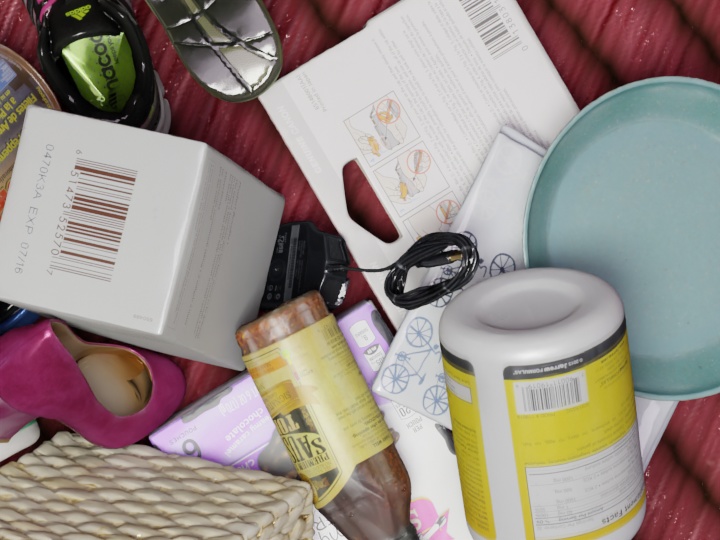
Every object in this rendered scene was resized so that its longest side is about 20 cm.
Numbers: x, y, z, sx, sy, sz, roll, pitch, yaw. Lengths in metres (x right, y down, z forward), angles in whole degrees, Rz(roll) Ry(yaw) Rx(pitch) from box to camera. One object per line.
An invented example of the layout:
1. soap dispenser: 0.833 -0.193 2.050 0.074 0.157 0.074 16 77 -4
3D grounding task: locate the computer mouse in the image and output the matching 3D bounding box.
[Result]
1. computer mouse: 0.000 0.000 1.556 0.034 0.199 0.059 19 76 -45

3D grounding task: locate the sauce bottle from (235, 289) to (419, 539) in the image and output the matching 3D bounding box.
1. sauce bottle: -0.009 0.113 1.525 0.066 0.066 0.201 -26 90 -1

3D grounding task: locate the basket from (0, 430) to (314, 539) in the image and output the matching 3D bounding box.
1. basket: -0.146 0.213 1.484 0.199 0.198 0.162 11 111 25

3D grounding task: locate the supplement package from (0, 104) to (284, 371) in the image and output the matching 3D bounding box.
1. supplement package: -0.133 -0.016 1.504 0.116 0.200 0.118 12 84 13

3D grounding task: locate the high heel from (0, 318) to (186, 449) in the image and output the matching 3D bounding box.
1. high heel: -0.154 0.057 1.498 0.096 0.199 0.068 -41 64 30

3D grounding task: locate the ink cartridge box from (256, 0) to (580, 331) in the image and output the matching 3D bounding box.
1. ink cartridge box: 0.056 -0.075 1.603 0.175 0.045 0.201 -31 93 -2

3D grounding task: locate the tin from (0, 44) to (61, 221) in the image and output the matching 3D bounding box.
1. tin: -0.250 -0.062 1.492 0.112 0.200 0.042 46 131 -9

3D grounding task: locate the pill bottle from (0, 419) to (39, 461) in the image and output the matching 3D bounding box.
1. pill bottle: -0.284 0.034 1.520 0.112 0.113 0.201 -24 93 -1

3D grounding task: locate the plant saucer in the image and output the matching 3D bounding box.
1. plant saucer: 0.191 -0.020 1.556 0.198 0.036 0.202 0 91 -15

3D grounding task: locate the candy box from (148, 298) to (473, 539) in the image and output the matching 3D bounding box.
1. candy box: -0.014 0.146 1.594 0.167 0.072 0.201 -31 92 -2

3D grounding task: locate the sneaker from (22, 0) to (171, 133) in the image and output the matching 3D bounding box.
1. sneaker: -0.178 -0.166 1.568 0.073 0.087 0.201 -23 91 -1

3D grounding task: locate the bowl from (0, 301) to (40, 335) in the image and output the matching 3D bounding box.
1. bowl: -0.277 -0.041 1.594 0.199 0.039 0.203 0 92 -2

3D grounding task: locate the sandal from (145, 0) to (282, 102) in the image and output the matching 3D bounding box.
1. sandal: -0.111 -0.198 1.585 0.079 0.057 0.202 -24 86 9

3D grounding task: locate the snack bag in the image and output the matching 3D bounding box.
1. snack bag: 0.129 0.037 1.570 0.199 0.021 0.190 29 84 -14

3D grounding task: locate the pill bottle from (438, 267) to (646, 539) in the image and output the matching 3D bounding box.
1. pill bottle: 0.113 0.109 1.491 0.111 0.112 0.202 -10 114 -2
